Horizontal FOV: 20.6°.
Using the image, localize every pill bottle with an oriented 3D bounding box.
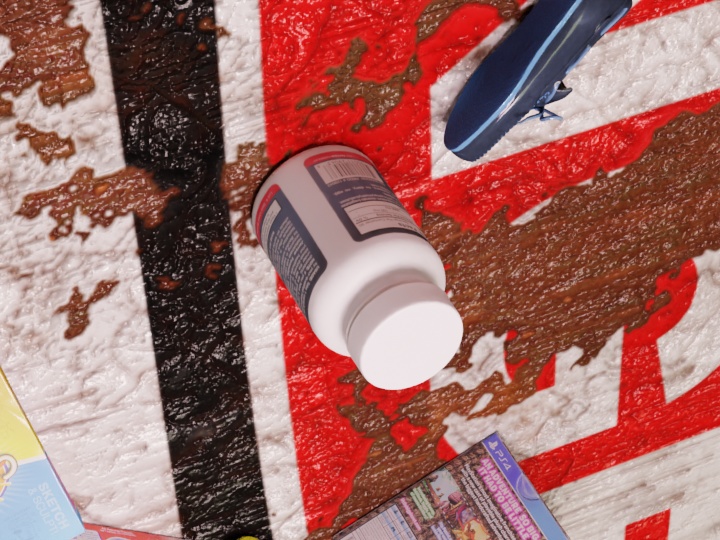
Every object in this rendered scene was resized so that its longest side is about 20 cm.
[{"bbox_3d":[0.000,0.000,1.618,0.119,0.200,0.120,-16,134,-17],"label":"pill bottle"}]

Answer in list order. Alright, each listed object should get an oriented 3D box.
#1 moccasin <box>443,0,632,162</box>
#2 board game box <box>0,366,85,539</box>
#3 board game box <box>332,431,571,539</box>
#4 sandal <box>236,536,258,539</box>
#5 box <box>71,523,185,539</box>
[{"bbox_3d":[0.153,-0.163,1.649,0.068,0.081,0.200,32,109,-32],"label":"moccasin"},{"bbox_3d":[-0.336,0.160,1.620,0.153,0.040,0.200,-27,111,-7],"label":"board game box"},{"bbox_3d":[0.102,0.289,1.964,0.200,0.160,0.097,-32,138,-1],"label":"board game box"},{"bbox_3d":[-0.076,0.330,1.963,0.200,0.080,0.087,32,111,-36],"label":"sandal"},{"bbox_3d":[-0.242,0.299,1.812,0.200,0.103,0.095,16,119,-40],"label":"box"}]
